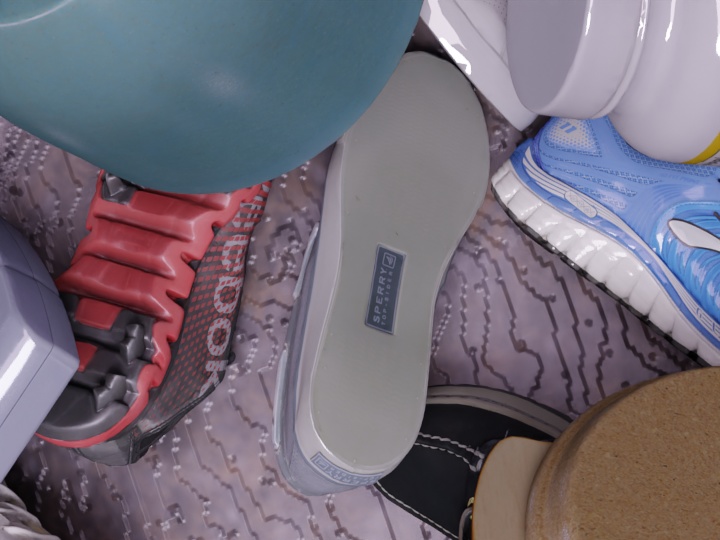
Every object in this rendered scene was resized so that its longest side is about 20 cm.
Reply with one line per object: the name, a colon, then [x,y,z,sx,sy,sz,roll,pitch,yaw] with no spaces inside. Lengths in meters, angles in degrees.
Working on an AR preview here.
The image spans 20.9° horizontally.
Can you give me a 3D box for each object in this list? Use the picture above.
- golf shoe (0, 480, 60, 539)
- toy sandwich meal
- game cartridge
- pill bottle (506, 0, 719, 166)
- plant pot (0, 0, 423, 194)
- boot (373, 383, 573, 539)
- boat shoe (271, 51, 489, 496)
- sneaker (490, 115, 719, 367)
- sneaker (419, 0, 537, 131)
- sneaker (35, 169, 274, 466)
golf shoe: [-0.174,0.108,0.826,0.198,0.075,0.092,8,73,31]
toy sandwich meal: [0.137,0.114,0.674,0.203,0.206,0.071,14,131,7]
game cartridge: [-0.189,0.032,0.810,0.040,0.200,0.134,38,88,-37]
pill bottle: [0.163,-0.096,0.770,0.198,0.112,0.114,4,87,-17]
plant pot: [-0.093,-0.138,0.734,0.198,0.161,0.203,-2,85,23]
boot: [0.049,0.130,0.760,0.202,0.074,0.154,18,49,36]
boat shoe: [0.001,0.001,0.828,0.070,0.071,0.203,24,61,-19]
sneaker: [0.154,-0.006,0.815,0.199,0.079,0.089,38,94,7]
sneaker: [0.052,-0.170,0.838,0.115,0.074,0.201,-34,82,7]
sneaker: [-0.083,-0.002,0.848,0.070,0.098,0.202,17,66,19]
